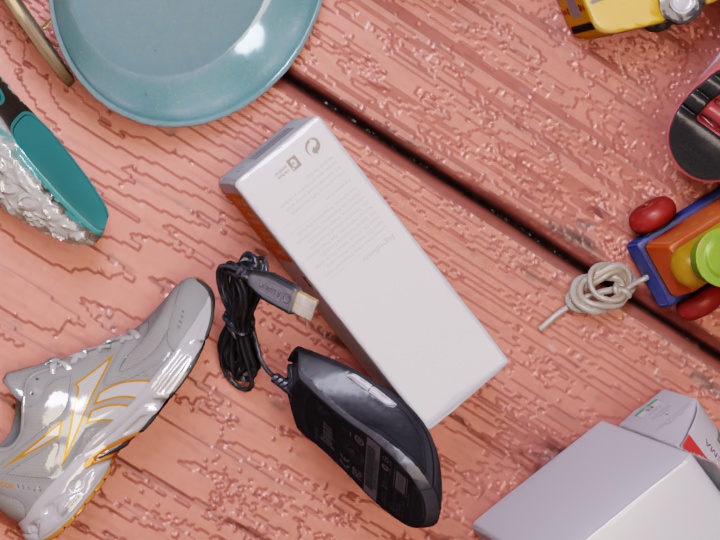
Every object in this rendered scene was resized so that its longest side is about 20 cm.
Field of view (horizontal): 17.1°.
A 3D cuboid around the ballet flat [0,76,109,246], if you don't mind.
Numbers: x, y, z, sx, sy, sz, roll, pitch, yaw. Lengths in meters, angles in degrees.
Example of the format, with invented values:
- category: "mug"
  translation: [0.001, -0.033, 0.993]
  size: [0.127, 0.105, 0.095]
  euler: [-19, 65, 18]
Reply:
- category: "ballet flat"
  translation: [-0.240, -0.088, 1.520]
  size: [0.072, 0.072, 0.200]
  euler: [-38, 96, -7]

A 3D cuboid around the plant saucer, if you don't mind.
- category: "plant saucer"
  translation: [-0.113, -0.192, 1.515]
  size: [0.199, 0.036, 0.201]
  euler: [-13, 115, -30]

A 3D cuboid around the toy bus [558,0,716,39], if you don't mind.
- category: "toy bus"
  translation: [0.229, -0.213, 1.595]
  size: [0.199, 0.065, 0.079]
  euler: [-24, 95, -8]

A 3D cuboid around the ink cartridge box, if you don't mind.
- category: "ink cartridge box"
  translation: [0.254, 0.158, 1.543]
  size: [0.050, 0.200, 0.161]
  euler: [-38, 98, -8]

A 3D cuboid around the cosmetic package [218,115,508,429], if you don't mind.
- category: "cosmetic package"
  translation: [0.000, 0.000, 1.541]
  size: [0.071, 0.101, 0.200]
  euler: [-39, 98, -6]

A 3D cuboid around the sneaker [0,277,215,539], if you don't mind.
- category: "sneaker"
  translation: [-0.174, 0.075, 1.527]
  size: [0.092, 0.076, 0.200]
  euler: [39, 84, -5]

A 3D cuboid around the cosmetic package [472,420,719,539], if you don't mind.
- category: "cosmetic package"
  translation: [0.193, 0.216, 1.535]
  size: [0.123, 0.199, 0.200]
  euler: [-39, 99, -6]

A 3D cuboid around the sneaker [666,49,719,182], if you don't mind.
- category: "sneaker"
  translation: [0.270, -0.152, 1.575]
  size: [0.074, 0.087, 0.200]
  euler: [38, 107, -1]

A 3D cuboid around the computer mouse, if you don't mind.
- category: "computer mouse"
  translation: [-0.012, 0.064, 1.493]
  size: [0.046, 0.141, 0.200]
  euler: [-37, 58, -27]

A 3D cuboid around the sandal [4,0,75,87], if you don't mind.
- category: "sandal"
  translation: [-0.218, -0.222, 1.504]
  size: [0.070, 0.078, 0.212]
  euler: [-35, 93, -1]

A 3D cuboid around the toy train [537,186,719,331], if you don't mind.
- category: "toy train"
  translation: [0.217, -0.005, 1.573]
  size: [0.200, 0.116, 0.085]
  euler: [-31, 97, -8]
